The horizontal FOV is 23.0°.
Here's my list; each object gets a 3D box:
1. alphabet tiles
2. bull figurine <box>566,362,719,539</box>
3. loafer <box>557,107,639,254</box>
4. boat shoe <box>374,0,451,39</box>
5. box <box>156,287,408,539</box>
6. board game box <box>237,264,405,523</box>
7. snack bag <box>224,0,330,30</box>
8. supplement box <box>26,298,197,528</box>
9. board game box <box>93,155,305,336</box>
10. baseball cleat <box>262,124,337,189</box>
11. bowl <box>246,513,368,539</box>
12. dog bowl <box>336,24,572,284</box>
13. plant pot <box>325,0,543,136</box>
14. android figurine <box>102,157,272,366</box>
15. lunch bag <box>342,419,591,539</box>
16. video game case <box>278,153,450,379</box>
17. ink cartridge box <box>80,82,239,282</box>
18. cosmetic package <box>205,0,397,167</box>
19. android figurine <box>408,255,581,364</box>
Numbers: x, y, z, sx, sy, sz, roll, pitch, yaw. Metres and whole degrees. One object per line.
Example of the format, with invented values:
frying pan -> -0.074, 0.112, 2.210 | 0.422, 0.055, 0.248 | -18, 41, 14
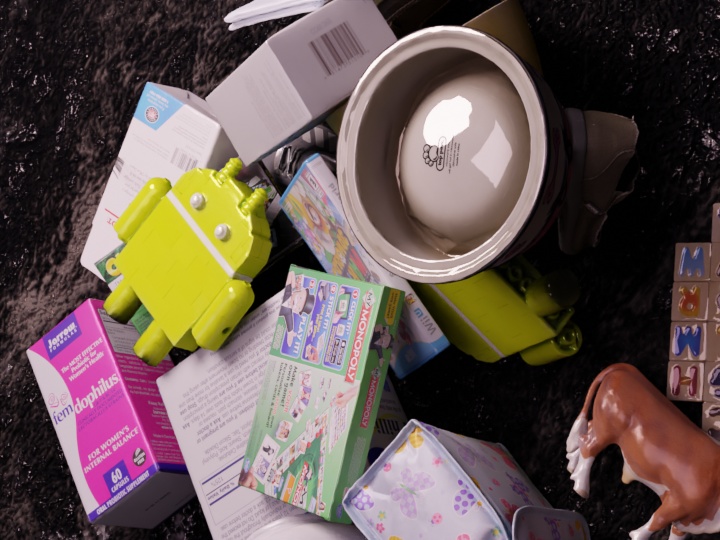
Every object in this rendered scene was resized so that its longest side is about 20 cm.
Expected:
alphabet tiles -> 0.332, 0.043, 1.457 | 0.165, 0.006, 0.202 | 0, 82, 33
bull figurine -> 0.253, 0.167, 1.452 | 0.122, 0.065, 0.200 | -51, 58, 12
loafer -> 0.198, -0.070, 1.470 | 0.069, 0.200, 0.076 | -3, 69, 3
boat shoe -> 0.021, -0.217, 1.676 | 0.199, 0.073, 0.065 | -32, 70, 35
box -> -0.064, 0.146, 1.642 | 0.183, 0.105, 0.201 | -34, 64, 24
board game box -> -0.035, 0.104, 1.531 | 0.134, 0.029, 0.202 | 12, 88, 49
snack bag -> -0.001, -0.270, 1.635 | 0.198, 0.188, 0.022 | -9, 107, 32
supplement box -> -0.237, 0.142, 1.760 | 0.101, 0.103, 0.201 | -38, 62, 23
board game box -> -0.153, -0.019, 1.713 | 0.199, 0.023, 0.105 | -34, 90, 16
baseball cleat -> -0.044, -0.103, 1.671 | 0.199, 0.106, 0.070 | 16, 95, 36
bowl -> -0.050, 0.277, 1.563 | 0.200, 0.200, 0.091 | -34, 54, 24
dog bowl -> 0.080, -0.088, 1.396 | 0.199, 0.073, 0.203 | -2, 87, 37
plant pot -> 0.089, -0.125, 1.556 | 0.199, 0.200, 0.143 | -31, 92, 25
android figurine -> -0.159, -0.013, 1.658 | 0.200, 0.041, 0.182 | -49, 57, 16
lunch bag -> 0.111, 0.232, 1.474 | 0.127, 0.169, 0.200 | -47, 58, 13
video game case -> 0.000, 0.000, 1.577 | 0.018, 0.143, 0.201 | -34, 87, -17
ink cartridge box -> -0.193, -0.072, 1.783 | 0.115, 0.066, 0.202 | 32, 105, 33
cosmetic package -> -0.052, -0.169, 1.574 | 0.112, 0.200, 0.082 | -33, 92, -20
android figurine -> 0.105, 0.015, 1.520 | 0.041, 0.182, 0.200 | -50, 8, -26
